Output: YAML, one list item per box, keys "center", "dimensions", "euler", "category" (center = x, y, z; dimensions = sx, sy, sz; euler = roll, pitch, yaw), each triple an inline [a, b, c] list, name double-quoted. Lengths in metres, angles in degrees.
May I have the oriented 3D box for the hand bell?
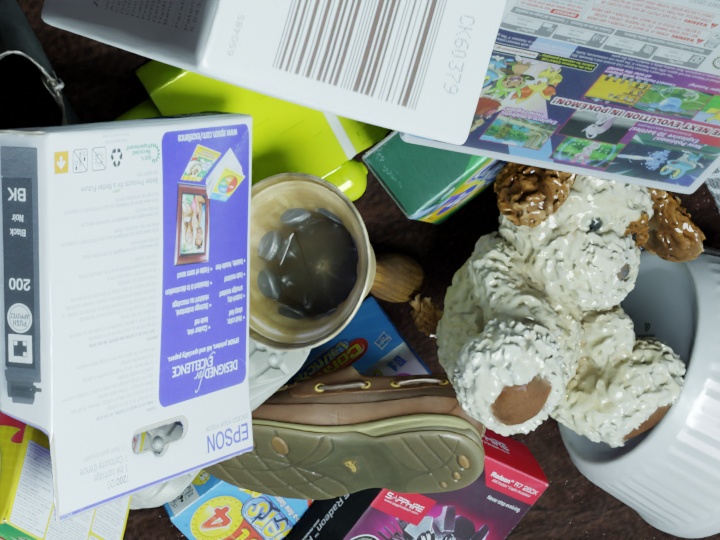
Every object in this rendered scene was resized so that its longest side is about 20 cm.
- center: [0.000, 0.000, 1.292]
  dimensions: [0.104, 0.104, 0.200]
  euler: [-52, 159, 14]
  category: "hand bell"

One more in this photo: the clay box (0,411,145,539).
- center: [-0.163, 0.060, 1.155]
  dimensions: [0.047, 0.202, 0.115]
  euler: [-1, 157, 26]
  category: "clay box"

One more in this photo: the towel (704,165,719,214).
- center: [0.236, -0.136, 1.275]
  dimensions: [0.085, 0.201, 0.166]
  euler: [-15, 132, 26]
  category: "towel"

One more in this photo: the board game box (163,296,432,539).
- center: [-0.014, 0.148, 1.428]
  dimensions: [0.195, 0.056, 0.200]
  euler: [-37, 131, 1]
  category: "board game box"

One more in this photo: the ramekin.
- center: [0.217, 0.073, 1.410]
  dimensions: [0.094, 0.203, 0.203]
  euler: [23, 111, -25]
  category: "ramekin"

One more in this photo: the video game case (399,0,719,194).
- center: [0.146, -0.114, 1.106]
  dimensions: [0.198, 0.023, 0.182]
  euler: [8, 143, -27]
  category: "video game case"

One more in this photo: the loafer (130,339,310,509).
- center: [-0.095, 0.068, 1.268]
  dimensions: [0.070, 0.070, 0.200]
  euler: [54, 53, -14]
  category: "loafer"

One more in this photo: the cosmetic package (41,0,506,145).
- center: [-0.038, -0.175, 1.063]
  dimensions: [0.164, 0.200, 0.166]
  euler: [13, 96, -34]
  category: "cosmetic package"

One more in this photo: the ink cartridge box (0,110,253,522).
- center: [-0.125, 0.018, 1.126]
  dimensions: [0.198, 0.043, 0.202]
  euler: [-13, 104, -61]
  category: "ink cartridge box"

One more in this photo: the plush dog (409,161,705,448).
- center: [0.121, -0.001, 1.280]
  dimensions: [0.199, 0.160, 0.173]
  euler: [12, 110, -48]
  category: "plush dog"

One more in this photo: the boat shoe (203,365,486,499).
- center: [-0.015, 0.100, 1.312]
  dimensions: [0.198, 0.068, 0.072]
  euler: [-2, 135, 15]
  category: "boat shoe"

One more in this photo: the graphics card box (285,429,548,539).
- center: [0.022, 0.186, 1.403]
  dimensions: [0.125, 0.051, 0.200]
  euler: [27, 108, -38]
  category: "graphics card box"

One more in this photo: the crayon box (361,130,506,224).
- center: [0.102, -0.109, 1.254]
  dimensions: [0.200, 0.052, 0.126]
  euler: [-39, 173, 8]
  category: "crayon box"

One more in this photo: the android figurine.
- center: [-0.053, -0.101, 1.242]
  dimensions: [0.199, 0.041, 0.183]
  euler: [-30, 131, -3]
  category: "android figurine"

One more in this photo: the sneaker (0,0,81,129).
- center: [-0.187, -0.063, 1.154]
  dimensions: [0.074, 0.106, 0.201]
  euler: [-27, 131, -7]
  category: "sneaker"
